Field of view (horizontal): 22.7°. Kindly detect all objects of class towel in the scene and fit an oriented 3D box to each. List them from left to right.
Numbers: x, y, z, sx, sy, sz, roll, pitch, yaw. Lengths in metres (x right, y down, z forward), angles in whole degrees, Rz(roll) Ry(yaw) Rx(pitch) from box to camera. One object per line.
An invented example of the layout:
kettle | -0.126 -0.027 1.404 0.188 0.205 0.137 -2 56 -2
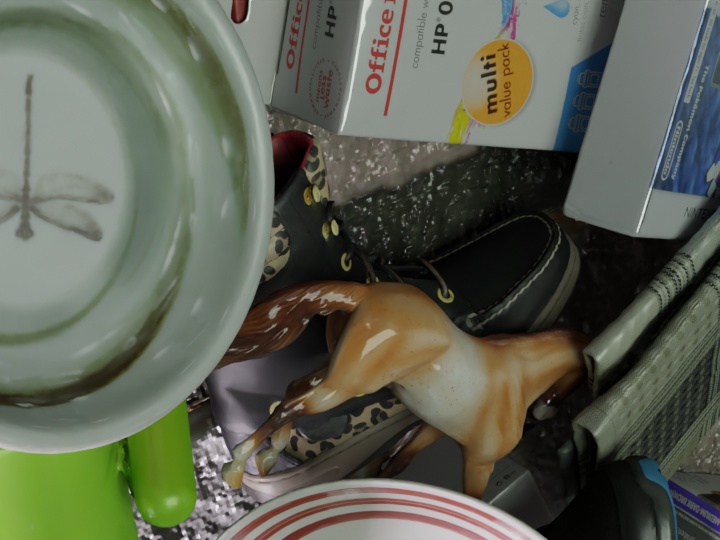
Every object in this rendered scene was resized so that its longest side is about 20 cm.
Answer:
towel | 0.163 0.042 0.898 0.200 0.034 0.193 -48 157 -18

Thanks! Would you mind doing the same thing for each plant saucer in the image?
plant saucer | -0.121 -0.034 0.671 0.200 0.050 0.201 -2 93 -44

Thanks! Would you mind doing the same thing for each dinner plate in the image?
dinner plate | 0.017 0.172 0.799 0.199 0.024 0.201 5 120 9

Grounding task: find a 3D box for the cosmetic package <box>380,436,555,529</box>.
cosmetic package | 0.088 0.173 0.932 0.051 0.082 0.200 -38 120 -15

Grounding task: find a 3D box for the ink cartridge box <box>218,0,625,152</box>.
ink cartridge box | 0.031 -0.118 0.808 0.199 0.068 0.116 1 105 -33

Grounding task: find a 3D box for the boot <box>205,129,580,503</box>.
boot | 0.000 0.000 0.831 0.200 0.073 0.151 -34 124 -7

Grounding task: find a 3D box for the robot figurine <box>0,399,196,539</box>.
robot figurine | -0.157 0.084 0.750 0.175 0.116 0.201 -9 111 -4

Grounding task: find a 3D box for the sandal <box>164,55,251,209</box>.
sandal | -0.102 -0.103 0.750 0.075 0.048 0.201 -21 99 17

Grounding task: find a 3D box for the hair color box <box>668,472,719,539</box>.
hair color box | 0.265 0.163 1.007 0.199 0.109 0.065 6 103 -30

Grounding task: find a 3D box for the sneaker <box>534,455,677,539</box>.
sneaker | 0.075 0.165 0.826 0.082 0.073 0.201 18 118 -20

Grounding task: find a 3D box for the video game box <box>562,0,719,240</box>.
video game box | 0.178 -0.112 0.865 0.182 0.047 0.201 -1 109 -61

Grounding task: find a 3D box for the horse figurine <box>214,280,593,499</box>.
horse figurine | 0.016 0.055 0.791 0.200 0.050 0.133 31 101 -35

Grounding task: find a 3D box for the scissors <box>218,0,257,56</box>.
scissors | -0.063 -0.091 0.807 0.073 0.014 0.201 -13 114 -33
